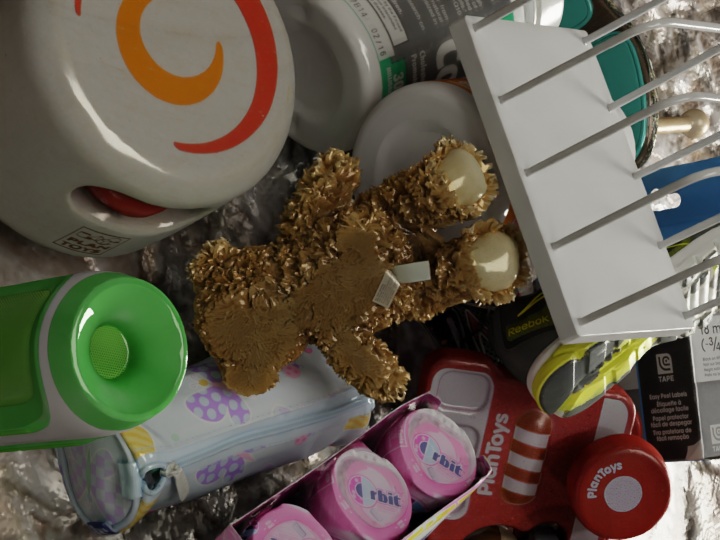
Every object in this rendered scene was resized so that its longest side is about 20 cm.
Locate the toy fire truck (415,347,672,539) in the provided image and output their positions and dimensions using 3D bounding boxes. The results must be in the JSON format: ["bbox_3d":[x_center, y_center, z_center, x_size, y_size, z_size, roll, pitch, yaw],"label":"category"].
[{"bbox_3d":[0.099,0.153,1.559,0.167,0.112,0.201,10,109,-10],"label":"toy fire truck"}]

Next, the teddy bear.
[{"bbox_3d":[0.000,0.000,1.404,0.200,0.067,0.145,-40,98,9],"label":"teddy bear"}]

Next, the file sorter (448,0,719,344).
[{"bbox_3d":[0.167,-0.075,1.405,0.138,0.124,0.201,-1,68,-54],"label":"file sorter"}]

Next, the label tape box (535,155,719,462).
[{"bbox_3d":[0.190,0.031,1.644,0.063,0.144,0.201,-4,86,-39],"label":"label tape box"}]

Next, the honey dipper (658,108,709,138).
[{"bbox_3d":[0.186,-0.100,1.729,0.199,0.038,0.038,-5,87,-43],"label":"honey dipper"}]

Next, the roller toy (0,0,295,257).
[{"bbox_3d":[-0.144,-0.104,1.375,0.183,0.139,0.200,54,48,-10],"label":"roller toy"}]

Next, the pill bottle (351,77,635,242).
[{"bbox_3d":[0.091,-0.068,1.510,0.200,0.112,0.113,-13,93,-56],"label":"pill bottle"}]

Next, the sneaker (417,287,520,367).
[{"bbox_3d":[0.073,0.040,1.583,0.200,0.080,0.075,45,61,-28],"label":"sneaker"}]

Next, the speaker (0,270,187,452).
[{"bbox_3d":[-0.179,0.050,1.283,0.088,0.199,0.089,7,80,-40],"label":"speaker"}]

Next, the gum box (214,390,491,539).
[{"bbox_3d":[-0.020,0.155,1.378,0.066,0.114,0.200,50,42,9],"label":"gum box"}]

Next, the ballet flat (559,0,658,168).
[{"bbox_3d":[0.165,-0.162,1.679,0.075,0.068,0.201,-5,68,-60],"label":"ballet flat"}]

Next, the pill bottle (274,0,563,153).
[{"bbox_3d":[0.033,-0.158,1.552,0.199,0.113,0.114,-27,102,-39],"label":"pill bottle"}]

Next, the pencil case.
[{"bbox_3d":[-0.085,0.090,1.433,0.199,0.090,0.084,-18,95,-42],"label":"pencil case"}]

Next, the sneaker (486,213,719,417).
[{"bbox_3d":[0.164,0.009,1.523,0.199,0.085,0.075,-32,145,-28],"label":"sneaker"}]
